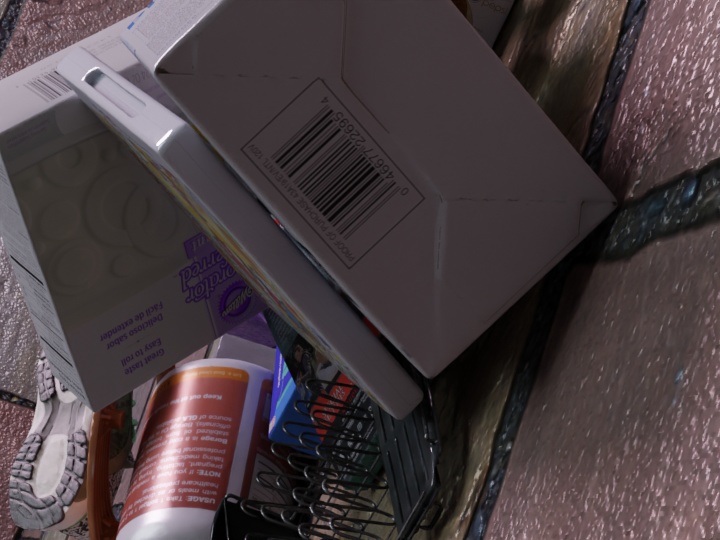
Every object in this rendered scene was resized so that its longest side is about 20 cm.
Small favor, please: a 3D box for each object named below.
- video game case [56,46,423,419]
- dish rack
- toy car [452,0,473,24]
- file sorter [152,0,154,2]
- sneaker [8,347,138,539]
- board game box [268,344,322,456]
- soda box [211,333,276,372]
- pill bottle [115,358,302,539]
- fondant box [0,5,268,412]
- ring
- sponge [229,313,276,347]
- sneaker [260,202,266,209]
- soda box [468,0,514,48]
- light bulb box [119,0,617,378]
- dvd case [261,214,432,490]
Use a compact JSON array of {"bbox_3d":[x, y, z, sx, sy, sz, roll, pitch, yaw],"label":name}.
[{"bbox_3d":[-0.066,-0.022,0.924,0.023,0.200,0.182,-44,30,-5],"label":"video game case"},{"bbox_3d":[-0.019,0.130,0.964,0.200,0.054,0.154,-62,25,30],"label":"dish rack"},{"bbox_3d":[-0.036,-0.188,1.021,0.158,0.200,0.164,25,76,46],"label":"toy car"},{"bbox_3d":[-0.074,-0.226,1.472,0.200,0.123,0.139,47,123,52],"label":"file sorter"},{"bbox_3d":[-0.190,0.109,1.287,0.089,0.077,0.200,55,-136,-50],"label":"sneaker"},{"bbox_3d":[0.000,0.000,1.168,0.152,0.045,0.200,-89,24,-56],"label":"board game box"},{"bbox_3d":[-0.104,0.153,1.314,0.068,0.063,0.200,122,165,-65],"label":"soda box"},{"bbox_3d":[-0.102,0.164,1.179,0.200,0.112,0.112,-81,17,-45],"label":"pill bottle"},{"bbox_3d":[-0.136,-0.037,1.046,0.058,0.144,0.200,34,146,44],"label":"fondant box"},{"bbox_3d":[-0.155,0.115,1.264,0.200,0.019,0.201,7,-90,-82],"label":"ring"},{"bbox_3d":[-0.109,0.032,1.434,0.200,0.111,0.030,157,130,-74],"label":"sponge"},{"bbox_3d":[-0.075,-0.052,1.480,0.200,0.084,0.121,128,166,-76],"label":"sneaker"},{"bbox_3d":[0.053,-0.196,1.222,0.200,0.064,0.068,-105,39,-69],"label":"soda box"},{"bbox_3d":[-0.005,-0.078,0.878,0.125,0.198,0.200,-42,16,-1],"label":"light bulb box"},{"bbox_3d":[-0.007,0.010,1.068,0.146,0.022,0.200,-62,38,30],"label":"dvd case"}]
